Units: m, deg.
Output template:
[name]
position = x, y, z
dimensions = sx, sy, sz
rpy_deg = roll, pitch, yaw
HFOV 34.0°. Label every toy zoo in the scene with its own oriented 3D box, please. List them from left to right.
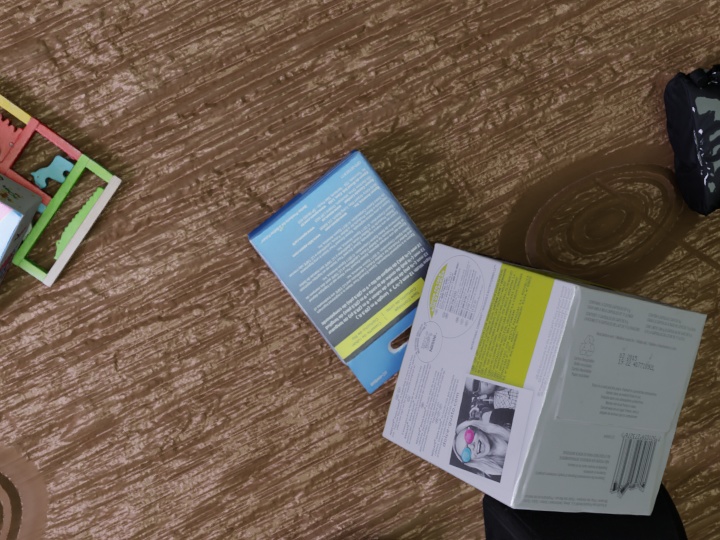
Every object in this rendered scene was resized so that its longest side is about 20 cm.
[toy zoo]
position = -0.354, -0.094, 1.170
dimensions = 0.199, 0.020, 0.132
rpy_deg = 36, 90, -8

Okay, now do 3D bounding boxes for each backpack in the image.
[backpack]
position = 0.419, -0.154, 1.209
dimensions = 0.198, 0.127, 0.169
rpy_deg = -15, 108, -7

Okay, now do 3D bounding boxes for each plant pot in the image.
[plant pot]
position = 0.246, 0.333, 1.201
dimensions = 0.197, 0.177, 0.203
rpy_deg = -5, 94, -7

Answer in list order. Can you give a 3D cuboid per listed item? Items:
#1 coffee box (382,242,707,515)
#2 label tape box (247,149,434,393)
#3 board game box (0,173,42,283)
[coffee box]
position = 0.173, 0.103, 1.131
dimensions = 0.198, 0.197, 0.203
rpy_deg = 13, 94, -38
[label tape box]
position = 0.000, 0.000, 1.201
dimensions = 0.143, 0.066, 0.201
rpy_deg = -38, 101, -2
[board game box]
position = -0.428, -0.050, 1.126
dimensions = 0.198, 0.064, 0.148
rpy_deg = 29, 106, -7
